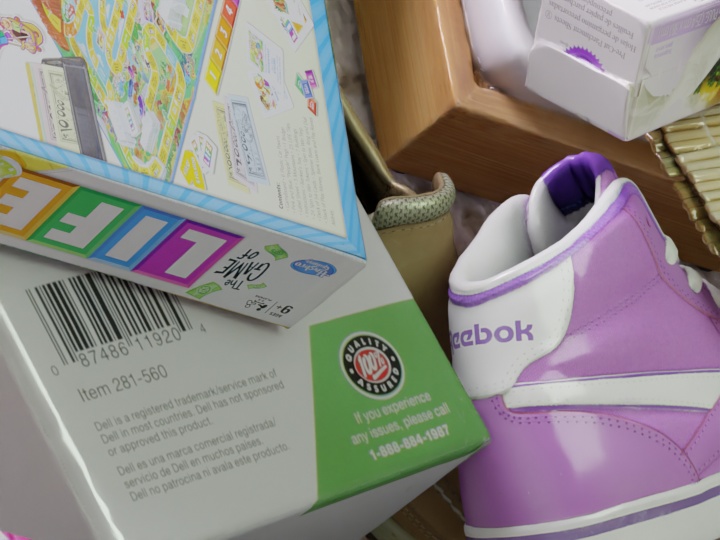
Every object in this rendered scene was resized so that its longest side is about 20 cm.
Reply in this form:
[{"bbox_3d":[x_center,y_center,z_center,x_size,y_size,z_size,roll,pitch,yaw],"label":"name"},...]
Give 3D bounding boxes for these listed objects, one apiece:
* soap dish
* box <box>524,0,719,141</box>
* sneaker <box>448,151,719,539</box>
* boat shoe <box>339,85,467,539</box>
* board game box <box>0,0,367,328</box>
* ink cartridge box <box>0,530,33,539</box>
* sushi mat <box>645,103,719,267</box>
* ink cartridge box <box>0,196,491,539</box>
[{"bbox_3d":[0.083,-0.086,0.939,0.200,0.081,0.158,16,51,-36],"label":"soap dish"},{"bbox_3d":[0.130,-0.087,0.816,0.041,0.039,0.200,33,39,32],"label":"box"},{"bbox_3d":[0.097,0.018,0.807,0.200,0.073,0.115,-10,89,-53],"label":"sneaker"},{"bbox_3d":[0.000,0.000,0.795,0.200,0.076,0.072,53,38,0],"label":"boat shoe"},{"bbox_3d":[-0.073,-0.092,0.693,0.134,0.034,0.200,18,49,-34],"label":"board game box"},{"bbox_3d":[-0.092,0.115,0.577,0.200,0.116,0.067,20,7,-34],"label":"ink cartridge box"},{"bbox_3d":[0.176,-0.042,0.834,0.200,0.012,0.096,-10,59,-29],"label":"sushi mat"},{"bbox_3d":[-0.079,-0.009,0.717,0.146,0.084,0.200,-14,71,-49],"label":"ink cartridge box"}]
